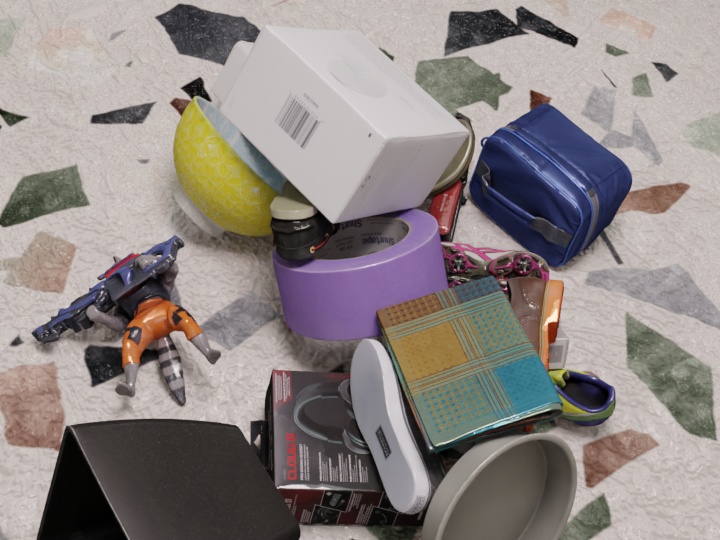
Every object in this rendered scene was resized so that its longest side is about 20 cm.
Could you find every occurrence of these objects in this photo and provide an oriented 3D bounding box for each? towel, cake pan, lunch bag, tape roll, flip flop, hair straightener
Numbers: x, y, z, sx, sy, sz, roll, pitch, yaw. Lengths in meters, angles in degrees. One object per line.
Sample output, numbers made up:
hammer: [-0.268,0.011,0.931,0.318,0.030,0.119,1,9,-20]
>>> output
towel: [0.109,0.093,1.193,0.145,0.022,0.201,-15,44,-8]
cake pan: [0.139,0.248,1.171,0.198,0.203,0.037,-24,35,-29]
lunch bag: [0.238,-0.115,1.525,0.200,0.137,0.132,41,53,21]
tape roll: [0.000,0.000,1.345,0.197,0.086,0.200,-9,22,4]
flip flop: [0.063,-0.131,1.500,0.198,0.058,0.081,-32,47,2]
hair straightener: [0.122,-0.121,1.548,0.040,0.077,0.203,4,64,13]

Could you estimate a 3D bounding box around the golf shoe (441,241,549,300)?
golf shoe: [0.139,0.003,1.460,0.197,0.074,0.092,7,7,7]

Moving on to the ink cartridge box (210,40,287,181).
ink cartridge box: [-0.083,-0.203,1.528,0.144,0.084,0.200,1,42,-51]

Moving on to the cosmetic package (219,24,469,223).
cosmetic package: [-0.016,-0.171,1.322,0.199,0.124,0.199,45,29,19]

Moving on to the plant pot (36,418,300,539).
plant pot: [-0.175,0.256,1.090,0.176,0.201,0.200,-14,54,-37]

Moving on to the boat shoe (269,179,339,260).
boat shoe: [-0.057,-0.070,1.338,0.072,0.064,0.202,1,21,13]

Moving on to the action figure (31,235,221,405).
action figure: [-0.262,0.065,1.312,0.198,0.105,0.195,-28,50,0]

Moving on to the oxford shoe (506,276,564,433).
oxford shoe: [0.170,0.095,1.246,0.072,0.072,0.202,10,54,11]

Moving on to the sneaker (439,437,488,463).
sneaker: [0.141,0.179,1.245,0.087,0.075,0.200,40,12,8]

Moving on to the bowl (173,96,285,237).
bowl: [-0.168,-0.107,1.431,0.108,0.200,0.201,-44,63,9]

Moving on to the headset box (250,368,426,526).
headset box: [-0.022,0.191,1.247,0.197,0.078,0.150,5,49,-11]

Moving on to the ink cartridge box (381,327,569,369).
ink cartridge box: [0.121,0.063,1.361,0.197,0.045,0.177,-2,25,-14]

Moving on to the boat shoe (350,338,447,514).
boat shoe: [0.046,0.160,1.200,0.065,0.070,0.201,8,42,-33]

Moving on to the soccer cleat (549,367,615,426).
soccer cleat: [0.203,0.126,1.344,0.197,0.084,0.065,17,63,2]
